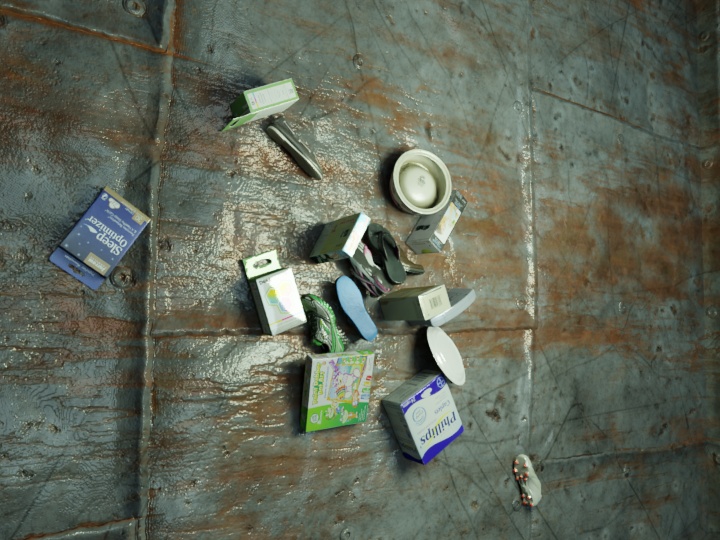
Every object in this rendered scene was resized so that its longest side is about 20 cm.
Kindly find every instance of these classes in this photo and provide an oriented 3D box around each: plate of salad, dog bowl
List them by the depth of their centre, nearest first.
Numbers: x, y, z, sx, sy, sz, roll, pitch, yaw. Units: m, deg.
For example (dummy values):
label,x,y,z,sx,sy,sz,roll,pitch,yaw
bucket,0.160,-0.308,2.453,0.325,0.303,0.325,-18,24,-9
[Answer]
label,x,y,z,sx,sy,sz,roll,pitch,yaw
dog bowl,0.174,-0.258,1.731,0.196,0.074,0.204,4,77,-20
plate of salad,0.255,0.260,1.744,0.200,0.048,0.202,44,26,-29

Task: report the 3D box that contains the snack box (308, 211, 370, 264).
label,x,y,z,sx,sy,sz,roll,pitch,yaw
snack box,-0.058,-0.083,1.511,0.037,0.199,0.118,34,70,-23

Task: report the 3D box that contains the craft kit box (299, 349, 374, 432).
label,x,y,z,sx,sy,sz,roll,pitch,yaw
craft kit box,-0.062,0.321,1.547,0.194,0.048,0.204,0,102,-30

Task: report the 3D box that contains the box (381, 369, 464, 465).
label,x,y,z,sx,sy,sz,roll,pitch,yaw
box,0.188,0.429,1.694,0.182,0.104,0.203,-29,103,-30

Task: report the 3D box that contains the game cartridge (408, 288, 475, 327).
label,x,y,z,sx,sy,sz,roll,pitch,yaw
game cartridge,0.254,0.113,1.741,0.198,0.132,0.041,-30,102,-30

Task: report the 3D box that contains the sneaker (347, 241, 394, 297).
label,x,y,z,sx,sy,sz,roll,pitch,yaw
sneaker,0.000,0.000,1.620,0.201,0.086,0.080,51,39,4

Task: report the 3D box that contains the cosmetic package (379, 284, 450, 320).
label,x,y,z,sx,sy,sz,roll,pitch,yaw
cosmetic package,0.152,0.094,1.637,0.104,0.199,0.072,-21,97,-32

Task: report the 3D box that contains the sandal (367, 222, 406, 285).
label,x,y,z,sx,sy,sz,roll,pitch,yaw
sandal,0.083,-0.057,1.623,0.074,0.048,0.203,-13,66,-30

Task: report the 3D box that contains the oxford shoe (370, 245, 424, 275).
label,x,y,z,sx,sy,sz,roll,pitch,yaw
oxford shoe,0.116,-0.036,1.699,0.198,0.072,0.086,20,72,-31

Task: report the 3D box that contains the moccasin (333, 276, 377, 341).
label,x,y,z,sx,sy,sz,roll,pitch,yaw
moccasin,-0.027,0.112,1.600,0.080,0.068,0.203,-28,100,-23

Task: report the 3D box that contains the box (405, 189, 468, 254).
label,x,y,z,sx,sy,sz,roll,pitch,yaw
box,0.235,-0.147,1.759,0.060,0.116,0.202,43,64,-25

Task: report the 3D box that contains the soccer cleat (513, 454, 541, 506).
label,x,y,z,sx,sy,sz,roll,pitch,yaw
soccer cleat,0.573,0.708,1.952,0.077,0.069,0.204,-25,107,-36

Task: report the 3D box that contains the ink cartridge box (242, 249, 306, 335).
label,x,y,z,sx,sy,sz,roll,pitch,yaw
ink cartridge box,-0.220,0.054,1.471,0.103,0.059,0.204,-19,98,-32

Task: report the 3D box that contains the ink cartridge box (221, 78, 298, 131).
label,x,y,z,sx,sy,sz,roll,pitch,yaw
ink cartridge box,-0.266,-0.423,1.457,0.198,0.103,0.060,-29,101,-30

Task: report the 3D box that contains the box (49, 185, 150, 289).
label,x,y,z,sx,sy,sz,roll,pitch,yaw
box,-0.577,-0.071,1.275,0.121,0.032,0.202,39,68,-25

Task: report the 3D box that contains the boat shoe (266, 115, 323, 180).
label,x,y,z,sx,sy,sz,roll,pitch,yaw
boat shoe,-0.163,-0.331,1.541,0.200,0.067,0.057,43,70,-19

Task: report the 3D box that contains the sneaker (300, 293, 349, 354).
label,x,y,z,sx,sy,sz,roll,pitch,yaw
sneaker,-0.106,0.151,1.537,0.085,0.078,0.202,-36,106,-28
